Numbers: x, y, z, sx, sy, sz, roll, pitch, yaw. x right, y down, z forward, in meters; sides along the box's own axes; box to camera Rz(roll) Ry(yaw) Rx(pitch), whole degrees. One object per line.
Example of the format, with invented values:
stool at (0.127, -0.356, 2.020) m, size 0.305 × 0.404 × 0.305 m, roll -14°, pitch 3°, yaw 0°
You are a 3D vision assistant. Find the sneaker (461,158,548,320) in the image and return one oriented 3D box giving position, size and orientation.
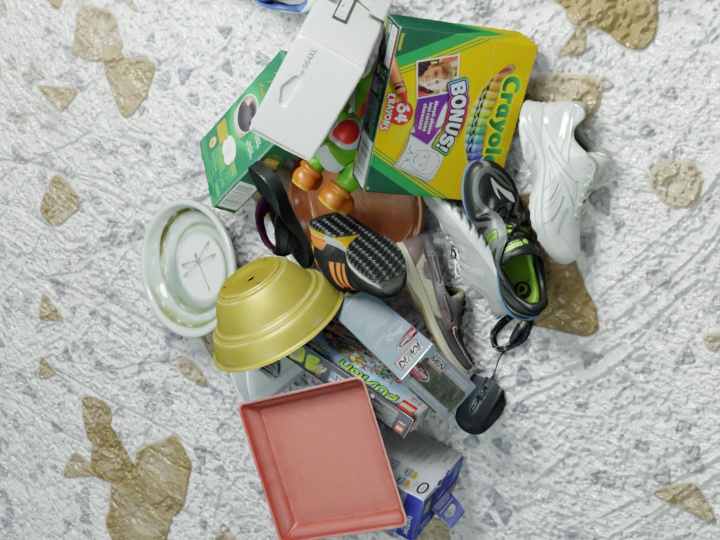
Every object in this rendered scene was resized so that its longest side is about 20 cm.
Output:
sneaker at (0.178, -0.039, 1.286) m, size 0.071 × 0.083 × 0.200 m, roll -19°, pitch 90°, yaw -11°

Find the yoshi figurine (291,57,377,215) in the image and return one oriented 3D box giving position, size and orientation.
yoshi figurine at (0.005, -0.174, 1.360) m, size 0.112 × 0.112 × 0.200 m, roll 26°, pitch 105°, yaw -25°

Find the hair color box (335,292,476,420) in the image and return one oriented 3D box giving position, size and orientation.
hair color box at (0.051, 0.098, 1.383) m, size 0.061 × 0.200 × 0.099 m, roll -48°, pitch 124°, yaw -2°

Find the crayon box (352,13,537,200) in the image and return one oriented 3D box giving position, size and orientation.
crayon box at (0.096, -0.186, 1.283) m, size 0.172 × 0.058 × 0.201 m, roll 3°, pitch 118°, yaw -19°

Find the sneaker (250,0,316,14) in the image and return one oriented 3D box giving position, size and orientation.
sneaker at (-0.123, -0.371, 1.382) m, size 0.199 × 0.088 × 0.076 m, roll 17°, pitch 117°, yaw 25°

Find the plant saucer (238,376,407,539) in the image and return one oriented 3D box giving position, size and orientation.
plant saucer at (-0.045, 0.247, 1.431) m, size 0.200 × 0.037 × 0.200 m, roll -16°, pitch 93°, yaw 29°

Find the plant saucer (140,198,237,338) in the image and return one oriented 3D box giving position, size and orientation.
plant saucer at (-0.237, -0.004, 1.584) m, size 0.200 × 0.050 × 0.201 m, roll 5°, pitch 98°, yaw 40°

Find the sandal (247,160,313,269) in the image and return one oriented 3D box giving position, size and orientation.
sandal at (-0.116, -0.066, 1.451) m, size 0.075 × 0.048 × 0.201 m, roll 41°, pitch 163°, yaw 37°

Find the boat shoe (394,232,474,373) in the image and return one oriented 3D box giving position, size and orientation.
boat shoe at (0.106, 0.043, 1.411) m, size 0.065 × 0.072 × 0.200 m, roll -28°, pitch 104°, yaw 3°

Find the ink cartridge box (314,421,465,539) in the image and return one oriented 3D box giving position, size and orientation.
ink cartridge box at (0.048, 0.279, 1.489) m, size 0.200 × 0.136 × 0.077 m, roll 23°, pitch 118°, yaw 21°

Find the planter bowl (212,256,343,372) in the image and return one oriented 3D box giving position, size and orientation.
planter bowl at (-0.128, 0.039, 1.449) m, size 0.200 × 0.201 × 0.084 m, roll -13°, pitch 118°, yaw 32°

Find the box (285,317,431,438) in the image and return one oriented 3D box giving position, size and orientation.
box at (0.007, 0.137, 1.478) m, size 0.200 × 0.110 × 0.035 m, roll 33°, pitch 120°, yaw 15°

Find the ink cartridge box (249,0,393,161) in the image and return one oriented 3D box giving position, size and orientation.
ink cartridge box at (-0.041, -0.243, 1.264) m, size 0.084 × 0.200 × 0.146 m, roll 28°, pitch 129°, yaw -8°

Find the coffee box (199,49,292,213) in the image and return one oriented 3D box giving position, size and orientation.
coffee box at (-0.135, -0.180, 1.449) m, size 0.200 × 0.044 × 0.123 m, roll -42°, pitch 48°, yaw 33°

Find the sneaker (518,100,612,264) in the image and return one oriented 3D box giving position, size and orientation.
sneaker at (0.246, -0.104, 1.279) m, size 0.099 × 0.078 × 0.201 m, roll -6°, pitch 108°, yaw 23°

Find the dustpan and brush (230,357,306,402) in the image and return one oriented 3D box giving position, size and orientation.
dustpan and brush at (-0.160, 0.084, 1.580) m, size 0.140 × 0.057 × 0.200 m, roll -40°, pitch 56°, yaw 33°

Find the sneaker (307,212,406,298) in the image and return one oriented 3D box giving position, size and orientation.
sneaker at (0.000, 0.000, 1.390) m, size 0.200 × 0.070 × 0.090 m, roll 41°, pitch 143°, yaw 49°

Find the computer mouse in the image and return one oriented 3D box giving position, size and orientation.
computer mouse at (0.173, 0.137, 1.430) m, size 0.059 × 0.034 × 0.200 m, roll 29°, pitch 119°, yaw 19°

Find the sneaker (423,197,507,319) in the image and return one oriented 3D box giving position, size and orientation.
sneaker at (0.136, -0.022, 1.368) m, size 0.082 × 0.075 × 0.200 m, roll -39°, pitch 87°, yaw 32°

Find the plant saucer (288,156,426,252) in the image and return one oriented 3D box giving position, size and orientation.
plant saucer at (-0.003, -0.092, 1.448) m, size 0.200 × 0.032 × 0.201 m, roll 10°, pitch 111°, yaw 26°
